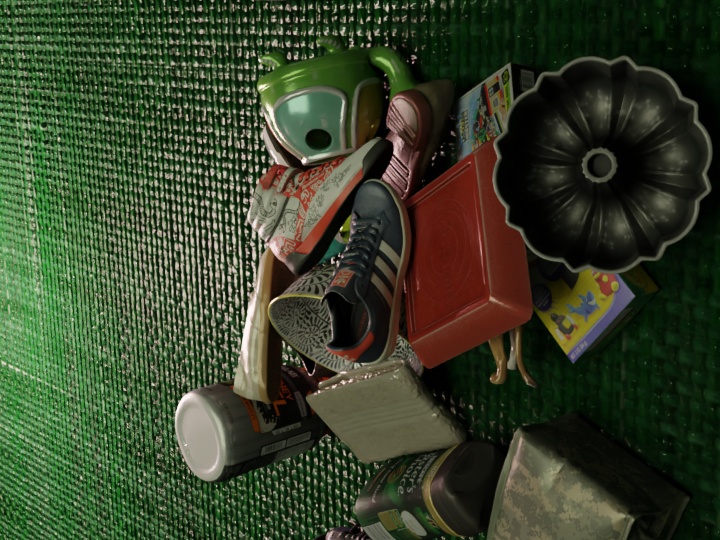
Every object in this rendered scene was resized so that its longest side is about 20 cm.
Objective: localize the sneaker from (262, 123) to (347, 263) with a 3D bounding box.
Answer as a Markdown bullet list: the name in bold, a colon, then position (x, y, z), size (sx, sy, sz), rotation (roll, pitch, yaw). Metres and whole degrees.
- **sneaker**: position (-0.088, -0.087, 1.506), size (0.121, 0.083, 0.200), rotation (-46, 66, 34)

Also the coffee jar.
- **coffee jar**: position (0.086, 0.260, 1.346), size (0.085, 0.104, 0.200), rotation (51, 143, -9)

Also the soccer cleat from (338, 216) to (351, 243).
- **soccer cleat**: position (0.022, -0.043, 1.384), size (0.068, 0.081, 0.200), rotation (-62, 25, 27)

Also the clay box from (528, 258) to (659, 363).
- **clay box**: position (0.206, -0.018, 1.208), size (0.200, 0.047, 0.115), rotation (55, 135, 24)

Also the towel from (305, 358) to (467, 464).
- **towel**: position (0.029, 0.176, 1.429), size (0.200, 0.035, 0.133), rotation (-20, 117, 48)

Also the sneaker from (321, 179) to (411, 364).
- **sneaker**: position (0.000, 0.000, 1.242), size (0.075, 0.084, 0.201), rotation (-1, 86, 42)

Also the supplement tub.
- **supplement tub**: position (-0.131, 0.195, 1.531), size (0.122, 0.200, 0.123), rotation (16, 112, 45)

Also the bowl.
- **bowl**: position (-0.002, 0.048, 1.402), size (0.200, 0.201, 0.094), rotation (-9, 48, 49)

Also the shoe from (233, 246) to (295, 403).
- **shoe**: position (-0.124, 0.064, 1.455), size (0.053, 0.070, 0.201), rotation (5, 87, 24)

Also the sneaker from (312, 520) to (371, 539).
- **sneaker**: position (0.000, 0.365, 1.523), size (0.200, 0.070, 0.078), rotation (-36, 79, 48)

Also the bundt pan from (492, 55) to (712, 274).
- **bundt pan**: position (0.229, -0.097, 1.095), size (0.201, 0.076, 0.203), rotation (0, 91, 17)

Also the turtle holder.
- **turtle holder**: position (-0.025, -0.201, 1.377), size (0.141, 0.185, 0.132), rotation (165, 93, -82)

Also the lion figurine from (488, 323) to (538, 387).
- **lion figurine**: position (0.138, 0.037, 1.266), size (0.200, 0.072, 0.123), rotation (31, 118, 50)

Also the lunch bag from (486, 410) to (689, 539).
- **lunch bag**: position (0.223, 0.279, 1.210), size (0.164, 0.117, 0.201), rotation (36, 120, 39)

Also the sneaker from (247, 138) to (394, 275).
- **sneaker**: position (-0.054, -0.098, 1.328), size (0.108, 0.067, 0.202), rotation (45, 120, 13)

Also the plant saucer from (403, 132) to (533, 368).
- **plant saucer**: position (0.097, -0.019, 1.207), size (0.200, 0.037, 0.200), rotation (-34, 56, 55)

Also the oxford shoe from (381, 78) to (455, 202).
- **oxford shoe**: position (0.066, -0.140, 1.328), size (0.071, 0.075, 0.200), rotation (52, 154, 16)

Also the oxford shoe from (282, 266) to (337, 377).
- **oxford shoe**: position (-0.078, 0.050, 1.531), size (0.200, 0.072, 0.071), rotation (59, 137, 21)

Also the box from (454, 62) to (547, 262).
- **box**: position (0.145, -0.101, 1.208), size (0.110, 0.035, 0.201), rotation (-29, 59, 57)
